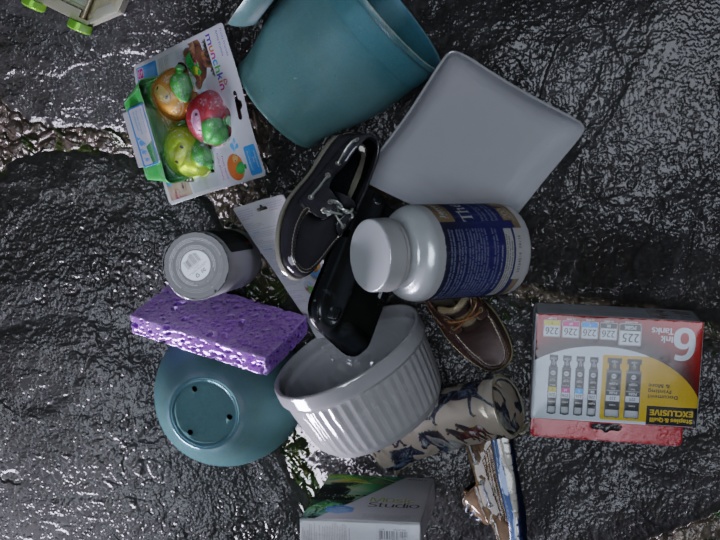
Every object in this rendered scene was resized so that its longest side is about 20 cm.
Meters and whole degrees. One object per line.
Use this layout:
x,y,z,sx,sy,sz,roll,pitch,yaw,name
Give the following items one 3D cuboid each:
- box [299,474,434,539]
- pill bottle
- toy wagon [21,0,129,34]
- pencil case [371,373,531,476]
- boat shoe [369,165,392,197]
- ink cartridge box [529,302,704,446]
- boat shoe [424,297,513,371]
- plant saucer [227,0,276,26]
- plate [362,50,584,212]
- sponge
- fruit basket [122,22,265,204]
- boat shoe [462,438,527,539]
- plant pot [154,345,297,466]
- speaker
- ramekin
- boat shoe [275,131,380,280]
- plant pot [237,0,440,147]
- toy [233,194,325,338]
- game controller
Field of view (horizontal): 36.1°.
0.014,0.295,1.366,0.143,0.200,0.037,1,93,8,box
0.092,-0.022,1.284,0.199,0.111,0.112,-3,100,-34,pill bottle
-0.381,-0.403,1.414,0.199,0.040,0.156,26,100,5,toy wagon
0.106,0.191,1.373,0.199,0.078,0.090,-20,118,27,pencil case
-0.029,-0.062,1.401,0.073,0.063,0.200,38,105,-13,boat shoe
0.310,0.136,1.358,0.198,0.084,0.177,2,98,8,ink cartridge box
0.118,0.046,1.381,0.072,0.072,0.201,-34,92,11,boat shoe
-0.080,-0.353,1.269,0.027,0.200,0.200,39,102,-11,plant saucer
0.133,-0.147,1.324,0.199,0.032,0.200,25,121,-19,plate
-0.176,0.067,1.385,0.199,0.112,0.030,15,122,22,sponge
-0.207,-0.184,1.350,0.199,0.093,0.186,-8,99,51,fruit basket
0.168,0.286,1.412,0.072,0.072,0.202,-8,86,14,boat shoe
-0.181,0.165,1.411,0.199,0.135,0.202,1,98,9,plant pot
-0.178,-0.010,1.354,0.081,0.200,0.082,0,93,6,speaker
0.004,0.139,1.351,0.199,0.200,0.105,-25,107,11,ramekin
-0.035,-0.080,1.267,0.073,0.063,0.201,41,60,-30,boat shoe
-0.036,-0.254,1.312,0.188,0.200,0.200,-39,90,19,plant pot
-0.062,-0.010,1.350,0.115,0.047,0.201,-10,115,52,toy
0.000,0.000,1.310,0.042,0.201,0.104,-2,143,34,game controller
